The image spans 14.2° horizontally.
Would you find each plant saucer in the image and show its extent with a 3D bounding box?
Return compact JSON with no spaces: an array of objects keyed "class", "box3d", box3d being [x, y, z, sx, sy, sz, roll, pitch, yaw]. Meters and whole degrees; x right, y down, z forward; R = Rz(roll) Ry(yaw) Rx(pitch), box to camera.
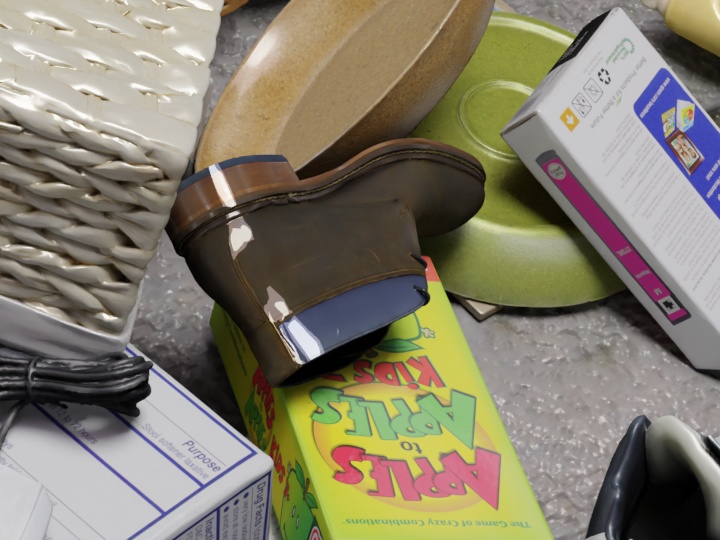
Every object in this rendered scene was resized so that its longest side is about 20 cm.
[{"class":"plant saucer","box3d":[0.002,-0.101,1.392,0.035,0.200,0.201,41,43,-22]},{"class":"plant saucer","box3d":[0.073,-0.067,1.459,0.199,0.031,0.201,7,48,-8]}]

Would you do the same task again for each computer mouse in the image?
[{"class":"computer mouse","box3d":[-0.151,0.097,1.090,0.109,0.044,0.201,10,46,4]}]

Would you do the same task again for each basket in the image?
[{"class":"basket","box3d":[-0.164,-0.071,1.167,0.199,0.124,0.136,20,41,-11]}]

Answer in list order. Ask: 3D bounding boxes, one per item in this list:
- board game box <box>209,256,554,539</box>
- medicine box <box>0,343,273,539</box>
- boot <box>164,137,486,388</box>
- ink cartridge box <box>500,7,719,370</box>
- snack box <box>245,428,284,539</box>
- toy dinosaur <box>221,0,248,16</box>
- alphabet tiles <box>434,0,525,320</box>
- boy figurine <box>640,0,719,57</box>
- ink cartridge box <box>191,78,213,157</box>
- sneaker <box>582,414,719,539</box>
[{"class":"board game box","box3d":[0.006,0.070,1.284,0.101,0.048,0.200,3,37,-21]},{"class":"medicine box","box3d":[-0.167,0.107,1.182,0.182,0.103,0.200,37,52,27]},{"class":"boot","box3d":[0.000,0.000,1.300,0.199,0.075,0.097,-8,65,-47]},{"class":"ink cartridge box","box3d":[0.160,-0.025,1.419,0.200,0.037,0.095,48,49,-9]},{"class":"snack box","box3d":[-0.058,0.151,1.243,0.072,0.024,0.200,25,48,9]},{"class":"toy dinosaur","box3d":[-0.091,-0.162,1.488,0.199,0.061,0.106,-17,54,-28]},{"class":"alphabet tiles","box3d":[0.051,-0.057,1.469,0.200,0.008,0.167,-29,62,-34]},{"class":"boy figurine","box3d":[0.215,-0.147,1.554,0.124,0.065,0.200,-22,59,-30]},{"class":"ink cartridge box","box3d":[-0.152,-0.089,1.335,0.160,0.050,0.200,15,5,-2]},{"class":"sneaker","box3d":[0.157,0.101,1.273,0.199,0.130,0.079,-32,64,-35]}]
